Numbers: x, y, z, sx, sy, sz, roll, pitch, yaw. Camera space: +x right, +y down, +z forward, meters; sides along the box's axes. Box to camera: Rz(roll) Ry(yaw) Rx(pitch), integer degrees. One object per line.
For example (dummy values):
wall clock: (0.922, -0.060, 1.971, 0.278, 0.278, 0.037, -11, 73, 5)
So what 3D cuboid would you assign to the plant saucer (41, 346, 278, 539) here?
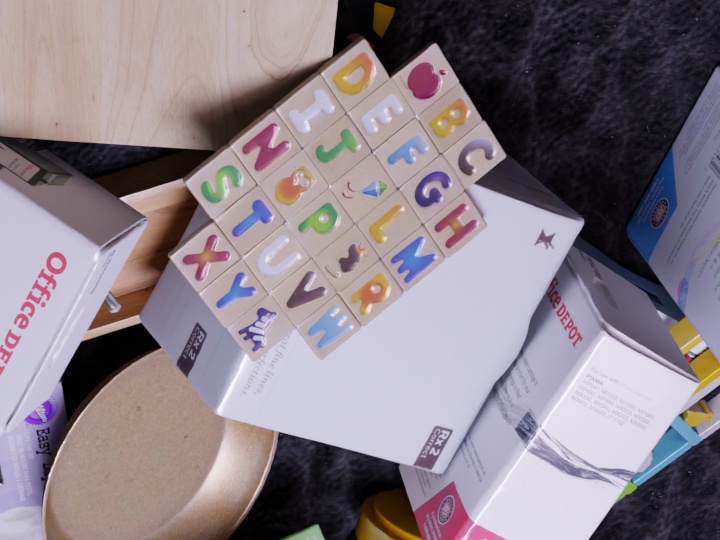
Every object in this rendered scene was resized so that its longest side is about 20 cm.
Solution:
plant saucer: (-0.143, 0.129, 1.570, 0.200, 0.035, 0.201, -25, 131, -33)

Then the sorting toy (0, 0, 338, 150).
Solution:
sorting toy: (-0.112, -0.169, 1.317, 0.198, 0.070, 0.201, 3, 134, -4)

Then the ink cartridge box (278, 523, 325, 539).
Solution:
ink cartridge box: (-0.114, 0.252, 1.626, 0.199, 0.117, 0.068, -23, 83, -13)

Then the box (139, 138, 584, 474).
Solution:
box: (0.000, 0.000, 1.480, 0.199, 0.131, 0.200, 18, 107, -37)

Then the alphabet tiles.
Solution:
alphabet tiles: (-0.011, -0.039, 1.361, 0.200, 0.006, 0.167, -39, 128, -4)

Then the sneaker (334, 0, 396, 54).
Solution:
sneaker: (-0.066, -0.176, 1.393, 0.199, 0.070, 0.090, 13, 100, -29)

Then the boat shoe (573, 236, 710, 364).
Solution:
boat shoe: (0.161, 0.040, 1.630, 0.200, 0.071, 0.091, 28, 111, -33)

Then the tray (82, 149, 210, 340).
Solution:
tray: (-0.183, -0.006, 1.500, 0.199, 0.037, 0.099, -17, 127, -7)

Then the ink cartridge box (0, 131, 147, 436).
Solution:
ink cartridge box: (-0.250, -0.018, 1.375, 0.200, 0.084, 0.146, 34, 111, 5)

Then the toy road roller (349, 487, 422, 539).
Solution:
toy road roller: (0.093, 0.201, 1.686, 0.199, 0.123, 0.147, 8, 108, -23)

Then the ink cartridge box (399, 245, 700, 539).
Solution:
ink cartridge box: (0.121, 0.102, 1.517, 0.084, 0.145, 0.200, 28, 107, -20)

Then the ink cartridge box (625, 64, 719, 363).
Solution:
ink cartridge box: (0.279, -0.023, 1.548, 0.084, 0.200, 0.145, 15, 117, -27)

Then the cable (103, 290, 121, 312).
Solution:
cable: (-0.228, -0.047, 1.434, 0.097, 0.050, 0.201, -19, 99, 11)

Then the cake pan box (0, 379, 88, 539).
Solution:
cake pan box: (-0.282, 0.152, 1.562, 0.183, 0.052, 0.201, -13, 126, -14)

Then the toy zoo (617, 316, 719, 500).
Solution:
toy zoo: (0.214, 0.098, 1.652, 0.200, 0.021, 0.131, -38, 144, 9)
